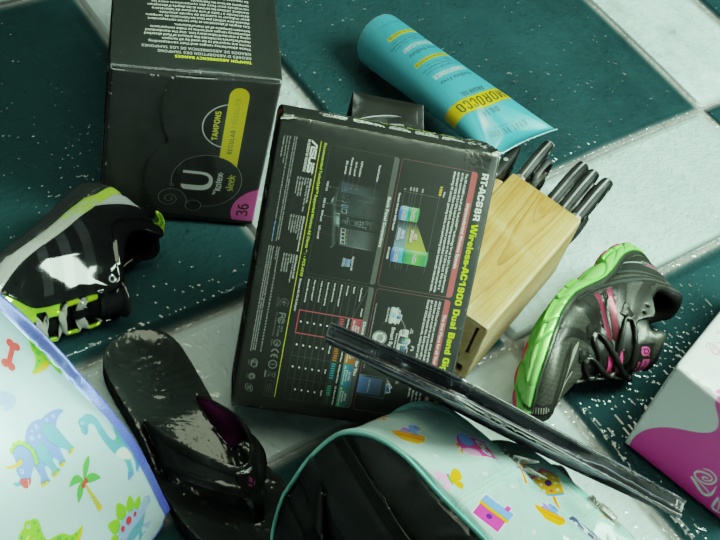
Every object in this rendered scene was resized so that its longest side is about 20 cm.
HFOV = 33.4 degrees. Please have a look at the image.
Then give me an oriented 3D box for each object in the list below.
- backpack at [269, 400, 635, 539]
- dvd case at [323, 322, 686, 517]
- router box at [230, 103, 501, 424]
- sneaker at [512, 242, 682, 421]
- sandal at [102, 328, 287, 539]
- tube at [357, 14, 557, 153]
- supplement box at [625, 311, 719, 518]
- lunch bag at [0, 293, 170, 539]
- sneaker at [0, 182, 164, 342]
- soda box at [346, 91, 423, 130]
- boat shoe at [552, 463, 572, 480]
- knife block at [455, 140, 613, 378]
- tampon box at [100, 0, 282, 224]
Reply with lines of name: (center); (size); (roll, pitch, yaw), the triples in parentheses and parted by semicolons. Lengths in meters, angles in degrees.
backpack: (0.049, 0.177, 0.695); (0.199, 0.177, 0.153); (39, 34, 19)
dvd case: (0.087, 0.092, 0.738); (0.199, 0.148, 0.016); (30, 84, -31)
router box: (0.000, 0.000, 0.812); (0.147, 0.204, 0.062); (10, 12, -8)
sneaker: (0.183, 0.049, 0.905); (0.083, 0.077, 0.199); (35, 51, 20)
sandal: (-0.107, 0.111, 0.785); (0.075, 0.048, 0.201); (-26, 61, -32)
tube: (0.074, -0.155, 1.034); (0.077, 0.051, 0.200); (-27, 49, -26)
supplement box: (0.301, 0.076, 0.900); (0.101, 0.104, 0.199); (39, 50, 16)
lunch bag: (-0.218, 0.137, 0.683); (0.200, 0.127, 0.171); (46, 47, -15)
sneaker: (-0.199, 0.011, 0.828); (0.082, 0.072, 0.201); (26, 48, 5)
soda box: (0.013, -0.045, 0.937); (0.062, 0.071, 0.202); (9, 49, -9)
boat shoe: (0.149, 0.211, 0.766); (0.065, 0.073, 0.201); (-11, 48, -22)
knife block: (0.134, -0.016, 0.953); (0.172, 0.064, 0.202); (1, 50, -15)
tampon box: (-0.135, -0.164, 0.941); (0.124, 0.151, 0.202); (4, 50, -12)
